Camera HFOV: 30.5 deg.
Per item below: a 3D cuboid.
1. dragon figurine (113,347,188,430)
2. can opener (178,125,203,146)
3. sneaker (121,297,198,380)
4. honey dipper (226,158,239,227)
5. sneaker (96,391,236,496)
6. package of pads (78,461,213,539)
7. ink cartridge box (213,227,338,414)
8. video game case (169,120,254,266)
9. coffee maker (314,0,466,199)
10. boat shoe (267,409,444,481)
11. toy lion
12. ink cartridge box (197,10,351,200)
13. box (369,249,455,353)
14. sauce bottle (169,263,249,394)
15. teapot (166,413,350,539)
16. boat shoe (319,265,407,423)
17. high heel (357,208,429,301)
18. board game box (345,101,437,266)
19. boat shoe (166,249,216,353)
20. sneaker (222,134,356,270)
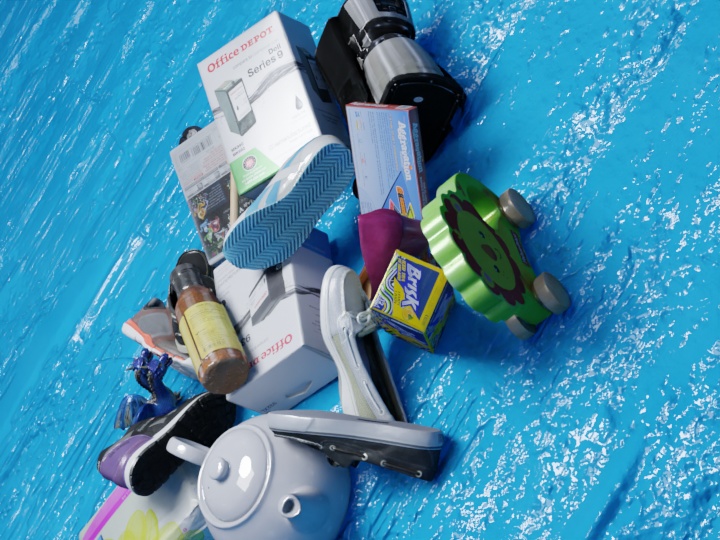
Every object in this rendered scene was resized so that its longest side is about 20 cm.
[{"bbox_3d":[-0.286,0.198,1.740,0.059,0.099,0.202,31,97,49],"label":"dragon figurine"},{"bbox_3d":[-0.188,-0.150,1.864,0.199,0.078,0.064,29,90,39],"label":"can opener"},{"bbox_3d":[-0.253,0.083,1.796,0.199,0.077,0.082,25,78,47],"label":"sneaker"},{"bbox_3d":[-0.166,-0.057,1.757,0.038,0.038,0.203,4,92,46],"label":"honey dipper"},{"bbox_3d":[-0.242,0.198,1.641,0.087,0.199,0.077,11,120,37],"label":"sneaker"},{"bbox_3d":[-0.262,0.326,1.671,0.201,0.068,0.155,-52,41,11],"label":"package of pads"},{"bbox_3d":[-0.102,0.057,1.643,0.145,0.083,0.202,-36,47,30],"label":"ink cartridge box"},{"bbox_3d":[-0.156,-0.132,1.796,0.199,0.023,0.183,-30,69,23],"label":"video game case"},{"bbox_3d":[0.017,-0.224,1.645,0.192,0.134,0.201,-43,43,20],"label":"coffee maker"},{"bbox_3d":[-0.009,0.189,1.440,0.198,0.069,0.057,6,91,13],"label":"boat shoe"},{"bbox_3d":[0.127,-0.026,1.379,0.068,0.191,0.201,-37,46,24],"label":"toy lion"},{"bbox_3d":[-0.113,-0.210,1.719,0.145,0.084,0.202,-29,70,24],"label":"ink cartridge box"},{"bbox_3d":[0.059,0.037,1.414,0.064,0.200,0.071,23,84,10],"label":"box"},{"bbox_3d":[-0.191,0.065,1.623,0.066,0.066,0.201,-45,42,17],"label":"sauce bottle"},{"bbox_3d":[-0.120,0.244,1.515,0.199,0.146,0.199,-35,47,27],"label":"teapot"},{"bbox_3d":[0.005,0.092,1.491,0.064,0.074,0.204,-12,88,29],"label":"boat shoe"},{"bbox_3d":[0.000,0.000,1.532,0.201,0.095,0.068,-58,35,38],"label":"high heel"},{"bbox_3d":[0.037,-0.094,1.540,0.102,0.019,0.202,13,118,45],"label":"board game box"},{"bbox_3d":[-0.224,0.025,1.773,0.071,0.068,0.201,-15,34,5],"label":"boat shoe"},{"bbox_3d":[-0.087,-0.081,1.602,0.200,0.077,0.081,-43,22,5],"label":"sneaker"}]
